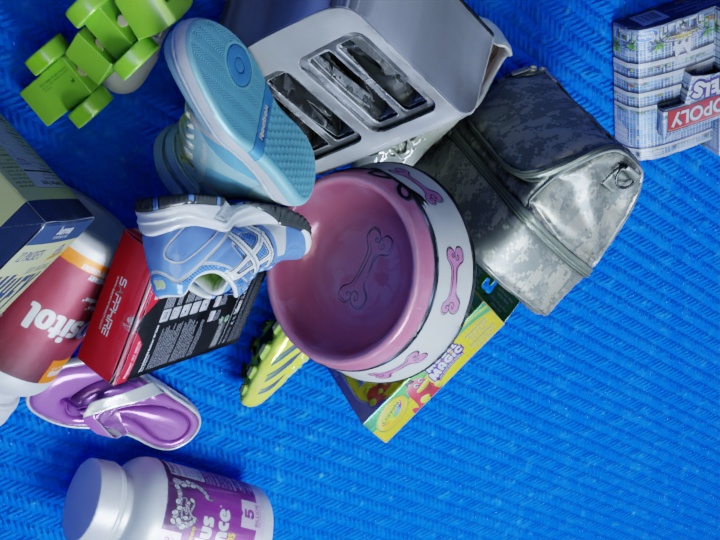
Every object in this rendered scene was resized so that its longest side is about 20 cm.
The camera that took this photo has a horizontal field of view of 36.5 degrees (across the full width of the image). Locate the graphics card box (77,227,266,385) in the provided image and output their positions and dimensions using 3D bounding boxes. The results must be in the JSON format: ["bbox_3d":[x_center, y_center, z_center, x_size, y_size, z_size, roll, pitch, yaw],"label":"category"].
[{"bbox_3d":[-0.155,0.019,0.970,0.199,0.050,0.127,-16,133,-63],"label":"graphics card box"}]

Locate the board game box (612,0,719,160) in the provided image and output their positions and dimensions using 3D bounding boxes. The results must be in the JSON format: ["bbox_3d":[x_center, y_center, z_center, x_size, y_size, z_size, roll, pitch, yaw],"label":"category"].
[{"bbox_3d":[0.368,-0.190,1.160,0.197,0.062,0.202,-21,124,-14],"label":"board game box"}]

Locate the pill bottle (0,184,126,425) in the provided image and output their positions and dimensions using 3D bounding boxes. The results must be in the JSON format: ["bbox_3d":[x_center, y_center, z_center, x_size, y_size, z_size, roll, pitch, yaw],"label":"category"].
[{"bbox_3d":[-0.289,0.032,0.940,0.112,0.113,0.201,30,103,-35],"label":"pill bottle"}]

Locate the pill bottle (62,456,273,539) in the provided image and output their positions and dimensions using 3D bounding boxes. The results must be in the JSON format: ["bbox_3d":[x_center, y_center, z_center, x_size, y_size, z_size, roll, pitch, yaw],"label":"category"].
[{"bbox_3d":[-0.196,0.254,1.113,0.198,0.112,0.113,22,107,-34],"label":"pill bottle"}]

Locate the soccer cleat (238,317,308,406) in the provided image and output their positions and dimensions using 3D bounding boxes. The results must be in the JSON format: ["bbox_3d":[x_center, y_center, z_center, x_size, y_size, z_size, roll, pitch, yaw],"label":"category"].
[{"bbox_3d":[-0.053,0.062,1.095,0.083,0.065,0.202,30,100,-18],"label":"soccer cleat"}]

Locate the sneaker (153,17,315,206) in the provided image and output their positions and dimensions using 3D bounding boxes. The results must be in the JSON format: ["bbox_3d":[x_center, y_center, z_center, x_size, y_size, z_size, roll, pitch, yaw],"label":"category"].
[{"bbox_3d":[-0.131,-0.114,0.868,0.129,0.081,0.201,-3,146,25],"label":"sneaker"}]

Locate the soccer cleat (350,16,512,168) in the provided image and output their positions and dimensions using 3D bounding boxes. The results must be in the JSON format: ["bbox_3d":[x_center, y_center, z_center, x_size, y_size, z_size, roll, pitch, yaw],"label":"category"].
[{"bbox_3d":[0.062,-0.151,1.025,0.069,0.078,0.201,32,101,-35],"label":"soccer cleat"}]

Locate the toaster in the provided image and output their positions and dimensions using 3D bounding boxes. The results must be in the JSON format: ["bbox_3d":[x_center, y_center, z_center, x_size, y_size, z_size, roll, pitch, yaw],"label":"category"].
[{"bbox_3d":[-0.013,-0.187,0.899,0.179,0.120,0.199,-17,139,39],"label":"toaster"}]

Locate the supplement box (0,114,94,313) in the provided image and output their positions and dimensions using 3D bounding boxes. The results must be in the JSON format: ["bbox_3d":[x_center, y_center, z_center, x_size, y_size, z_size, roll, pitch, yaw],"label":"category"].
[{"bbox_3d":[-0.345,-0.042,0.804,0.200,0.134,0.200,-43,92,4],"label":"supplement box"}]

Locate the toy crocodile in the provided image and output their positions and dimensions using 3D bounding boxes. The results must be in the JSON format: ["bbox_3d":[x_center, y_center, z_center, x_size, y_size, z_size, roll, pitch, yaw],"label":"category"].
[{"bbox_3d":[-0.204,-0.170,0.848,0.068,0.062,0.199,47,136,-13],"label":"toy crocodile"}]

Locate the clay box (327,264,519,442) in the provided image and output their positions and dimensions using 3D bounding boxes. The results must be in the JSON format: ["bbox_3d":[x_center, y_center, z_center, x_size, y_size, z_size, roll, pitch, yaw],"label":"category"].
[{"bbox_3d":[0.062,0.067,1.127,0.200,0.115,0.048,-47,126,5],"label":"clay box"}]

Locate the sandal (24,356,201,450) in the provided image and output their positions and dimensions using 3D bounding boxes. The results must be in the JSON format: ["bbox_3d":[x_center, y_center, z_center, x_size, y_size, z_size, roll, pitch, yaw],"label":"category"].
[{"bbox_3d":[-0.226,0.134,1.051,0.201,0.050,0.083,23,105,-45],"label":"sandal"}]

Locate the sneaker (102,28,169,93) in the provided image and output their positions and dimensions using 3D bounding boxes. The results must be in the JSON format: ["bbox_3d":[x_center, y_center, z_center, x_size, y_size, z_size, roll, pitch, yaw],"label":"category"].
[{"bbox_3d":[-0.164,-0.232,0.874,0.071,0.073,0.202,14,112,-34],"label":"sneaker"}]

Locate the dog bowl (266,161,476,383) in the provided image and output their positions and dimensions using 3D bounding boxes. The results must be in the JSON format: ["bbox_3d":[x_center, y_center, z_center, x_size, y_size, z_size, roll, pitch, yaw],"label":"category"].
[{"bbox_3d":[0.000,0.000,0.974,0.073,0.200,0.202,6,118,-56],"label":"dog bowl"}]

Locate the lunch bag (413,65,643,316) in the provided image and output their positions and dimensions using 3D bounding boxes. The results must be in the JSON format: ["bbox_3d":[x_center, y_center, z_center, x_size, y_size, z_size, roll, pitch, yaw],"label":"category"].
[{"bbox_3d":[0.161,-0.088,1.037,0.168,0.201,0.139,-44,126,11],"label":"lunch bag"}]

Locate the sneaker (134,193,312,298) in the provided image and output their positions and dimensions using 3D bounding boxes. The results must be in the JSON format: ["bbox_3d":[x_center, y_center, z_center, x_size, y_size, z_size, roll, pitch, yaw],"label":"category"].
[{"bbox_3d":[-0.109,-0.016,0.884,0.199,0.075,0.079,1,86,-56],"label":"sneaker"}]
